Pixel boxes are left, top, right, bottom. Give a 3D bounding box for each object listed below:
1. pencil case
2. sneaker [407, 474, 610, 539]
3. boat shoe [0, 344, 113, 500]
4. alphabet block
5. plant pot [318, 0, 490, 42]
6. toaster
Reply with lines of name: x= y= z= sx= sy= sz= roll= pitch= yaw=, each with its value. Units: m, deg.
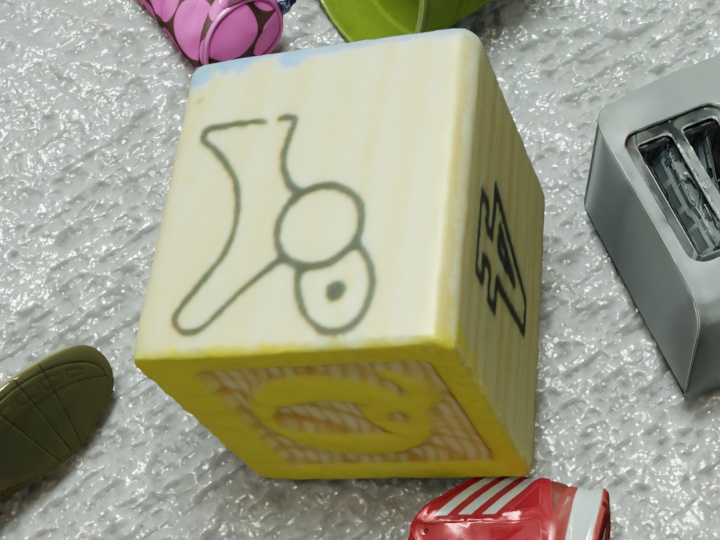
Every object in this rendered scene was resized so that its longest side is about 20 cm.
pencil case: x=-0.140 y=-0.240 z=1.008 sx=0.090 sy=0.094 sz=0.200 roll=-36 pitch=63 yaw=-13
sneaker: x=0.073 y=0.211 z=0.759 sx=0.114 sy=0.079 sz=0.201 roll=10 pitch=51 yaw=21
boat shoe: x=-0.250 y=0.120 z=0.840 sx=0.066 sy=0.072 sz=0.201 roll=9 pitch=49 yaw=50
alphabet block: x=0.000 y=0.000 z=0.782 sx=0.193 sy=0.197 sz=0.202 roll=-4 pitch=60 yaw=23
plant pot: x=0.070 y=-0.285 z=0.965 sx=0.192 sy=0.201 sz=0.201 roll=-26 pitch=61 yaw=-21
toaster: x=0.256 y=-0.045 z=0.840 sx=0.179 sy=0.119 sz=0.201 roll=-20 pitch=61 yaw=-5
